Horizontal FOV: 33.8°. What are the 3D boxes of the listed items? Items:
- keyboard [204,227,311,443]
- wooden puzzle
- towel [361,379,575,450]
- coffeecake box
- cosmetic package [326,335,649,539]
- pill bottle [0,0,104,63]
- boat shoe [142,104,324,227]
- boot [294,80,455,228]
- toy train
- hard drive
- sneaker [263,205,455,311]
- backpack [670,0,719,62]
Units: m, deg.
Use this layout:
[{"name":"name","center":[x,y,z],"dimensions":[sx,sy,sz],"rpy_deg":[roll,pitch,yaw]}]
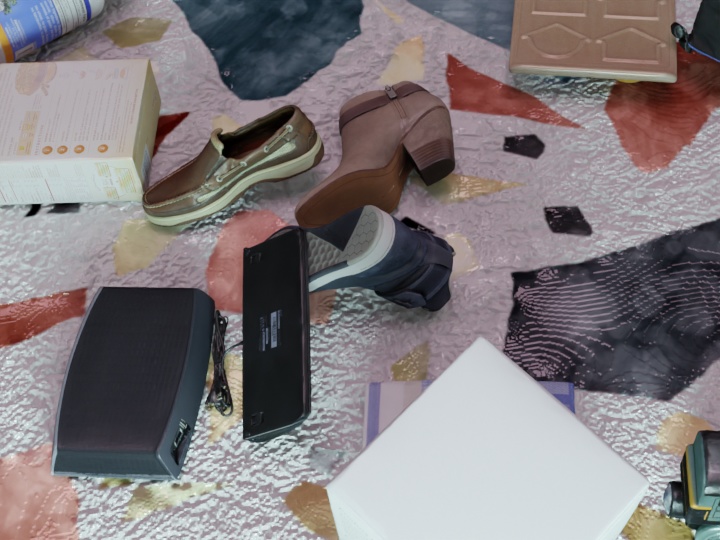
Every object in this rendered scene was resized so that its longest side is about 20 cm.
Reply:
[{"name":"keyboard","center":[-0.095,0.065,1.111],"dimensions":[0.127,0.021,0.200],"rpy_deg":[-20,57,30]},{"name":"wooden puzzle","center":[0.269,-0.277,1.371],"dimensions":[0.185,0.046,0.200],"rpy_deg":[5,49,7]},{"name":"towel","center":[0.097,0.163,1.062],"dimensions":[0.200,0.024,0.147],"rpy_deg":[-1,53,3]},{"name":"coffeecake box","center":[-0.331,-0.153,1.298],"dimensions":[0.200,0.073,0.154],"rpy_deg":[-1,53,3]},{"name":"cosmetic package","center":[0.092,0.192,0.910],"dimensions":[0.166,0.200,0.167],"rpy_deg":[-42,70,-17]},{"name":"pill bottle","center":[-0.379,-0.335,1.415],"dimensions":[0.200,0.112,0.112],"rpy_deg":[-36,59,-20]},{"name":"boat shoe","center":[-0.143,-0.117,1.237],"dimensions":[0.202,0.075,0.075],"rpy_deg":[-25,43,0]},{"name":"boot","center":[0.006,-0.129,1.269],"dimensions":[0.200,0.070,0.146],"rpy_deg":[-20,46,-7]},{"name":"toy train","center":[0.354,0.184,0.971],"dimensions":[0.200,0.114,0.085],"rpy_deg":[4,54,7]},{"name":"hard drive","center":[-0.215,0.099,1.118],"dimensions":[0.135,0.042,0.200],"rpy_deg":[1,53,8]},{"name":"sneaker","center":[0.000,0.002,1.163],"dimensions":[0.202,0.146,0.077],"rpy_deg":[-12,66,46]},{"name":"backpack","center":[0.478,-0.279,1.288],"dimensions":[0.190,0.154,0.200],"rpy_deg":[-24,54,-40]}]
